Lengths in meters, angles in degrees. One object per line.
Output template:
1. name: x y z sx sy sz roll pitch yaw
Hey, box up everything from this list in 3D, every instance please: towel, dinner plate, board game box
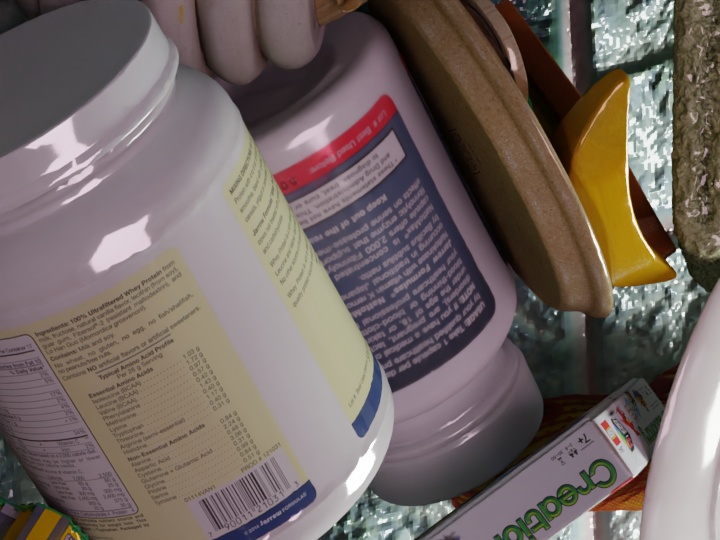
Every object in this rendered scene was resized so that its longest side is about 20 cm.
1. towel: 0.161 -0.097 1.186 0.036 0.148 0.202 1 82 11
2. dinner plate: 0.179 0.067 1.201 0.200 0.024 0.201 -45 145 -43
3. board game box: 0.045 0.125 1.172 0.200 0.126 0.035 -38 85 16

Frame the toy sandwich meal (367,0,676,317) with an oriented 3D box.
1. toy sandwich meal: 0.075 -0.065 1.134 0.070 0.205 0.206 -31 116 -5

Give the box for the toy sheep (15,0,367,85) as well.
1. toy sheep: -0.077 -0.138 1.074 0.198 0.138 0.139 2 105 9

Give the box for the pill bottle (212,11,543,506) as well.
1. pill bottle: 0.000 0.000 1.157 0.119 0.119 0.201 -36 117 -15

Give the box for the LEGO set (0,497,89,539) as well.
1. LEGO set: -0.188 0.161 1.049 0.153 0.200 0.116 29 57 2

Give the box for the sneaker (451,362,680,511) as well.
1. sneaker: 0.136 0.094 1.284 0.199 0.073 0.078 -14 120 -21

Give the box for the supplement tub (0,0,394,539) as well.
1. supplement tub: -0.088 0.011 1.025 0.145 0.145 0.201 -36 117 -15
